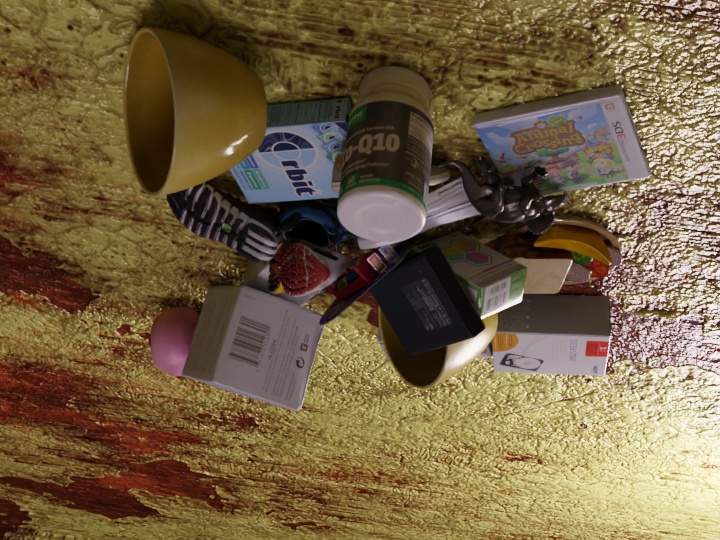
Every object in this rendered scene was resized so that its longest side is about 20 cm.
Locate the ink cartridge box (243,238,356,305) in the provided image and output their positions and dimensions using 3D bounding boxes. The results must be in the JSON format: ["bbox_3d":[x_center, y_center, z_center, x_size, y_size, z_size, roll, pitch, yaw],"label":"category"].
[{"bbox_3d":[-0.097,-0.013,1.764,0.108,0.051,0.199,24,145,-25],"label":"ink cartridge box"}]

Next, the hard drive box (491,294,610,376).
[{"bbox_3d":[0.325,0.110,1.853,0.196,0.078,0.157,1,149,10],"label":"hard drive box"}]

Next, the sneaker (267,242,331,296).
[{"bbox_3d":[-0.080,0.000,1.634,0.081,0.079,0.200,4,180,-19],"label":"sneaker"}]

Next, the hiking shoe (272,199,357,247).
[{"bbox_3d":[-0.030,-0.063,1.619,0.196,0.088,0.075,7,140,-2],"label":"hiking shoe"}]

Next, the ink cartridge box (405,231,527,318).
[{"bbox_3d":[0.142,-0.005,1.628,0.199,0.103,0.060,31,128,39],"label":"ink cartridge box"}]

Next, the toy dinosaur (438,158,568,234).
[{"bbox_3d":[0.199,-0.098,1.489,0.196,0.078,0.103,7,143,-5],"label":"toy dinosaur"}]

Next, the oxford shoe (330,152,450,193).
[{"bbox_3d":[0.044,-0.139,1.475,0.197,0.059,0.075,-6,-177,-36],"label":"oxford shoe"}]

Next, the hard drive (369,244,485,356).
[{"bbox_3d":[0.092,0.050,1.607,0.141,0.033,0.199,59,152,-3],"label":"hard drive"}]

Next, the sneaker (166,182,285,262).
[{"bbox_3d":[-0.195,-0.085,1.648,0.199,0.115,0.076,35,113,10],"label":"sneaker"}]

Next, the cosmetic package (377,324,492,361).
[{"bbox_3d":[0.136,0.123,1.939,0.196,0.051,0.083,-4,149,19],"label":"cosmetic package"}]

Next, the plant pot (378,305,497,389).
[{"bbox_3d":[0.140,0.079,1.758,0.140,0.203,0.200,-9,159,-30],"label":"plant pot"}]

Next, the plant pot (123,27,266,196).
[{"bbox_3d":[-0.200,-0.199,1.353,0.140,0.203,0.200,-6,158,-29],"label":"plant pot"}]

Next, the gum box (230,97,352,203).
[{"bbox_3d":[-0.090,-0.164,1.513,0.196,0.045,0.171,-2,148,16],"label":"gum box"}]

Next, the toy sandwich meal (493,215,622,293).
[{"bbox_3d":[0.302,-0.012,1.658,0.201,0.071,0.206,5,149,3],"label":"toy sandwich meal"}]

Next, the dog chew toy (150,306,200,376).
[{"bbox_3d":[-0.282,0.130,1.978,0.196,0.126,0.125,1,150,-5],"label":"dog chew toy"}]

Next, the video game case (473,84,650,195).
[{"bbox_3d":[0.273,-0.167,1.455,0.197,0.022,0.182,-8,146,24],"label":"video game case"}]

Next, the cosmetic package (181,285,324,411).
[{"bbox_3d":[-0.184,0.129,1.845,0.164,0.170,0.199,20,171,-23],"label":"cosmetic package"}]

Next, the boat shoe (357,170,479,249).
[{"bbox_3d":[0.083,-0.090,1.561,0.197,0.068,0.074,-19,-172,7],"label":"boat shoe"}]

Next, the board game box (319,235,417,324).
[{"bbox_3d":[0.000,0.000,1.650,0.199,0.158,0.039,-40,98,9],"label":"board game box"}]

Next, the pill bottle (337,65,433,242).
[{"bbox_3d":[0.035,-0.148,1.359,0.111,0.203,0.114,5,150,3],"label":"pill bottle"}]
